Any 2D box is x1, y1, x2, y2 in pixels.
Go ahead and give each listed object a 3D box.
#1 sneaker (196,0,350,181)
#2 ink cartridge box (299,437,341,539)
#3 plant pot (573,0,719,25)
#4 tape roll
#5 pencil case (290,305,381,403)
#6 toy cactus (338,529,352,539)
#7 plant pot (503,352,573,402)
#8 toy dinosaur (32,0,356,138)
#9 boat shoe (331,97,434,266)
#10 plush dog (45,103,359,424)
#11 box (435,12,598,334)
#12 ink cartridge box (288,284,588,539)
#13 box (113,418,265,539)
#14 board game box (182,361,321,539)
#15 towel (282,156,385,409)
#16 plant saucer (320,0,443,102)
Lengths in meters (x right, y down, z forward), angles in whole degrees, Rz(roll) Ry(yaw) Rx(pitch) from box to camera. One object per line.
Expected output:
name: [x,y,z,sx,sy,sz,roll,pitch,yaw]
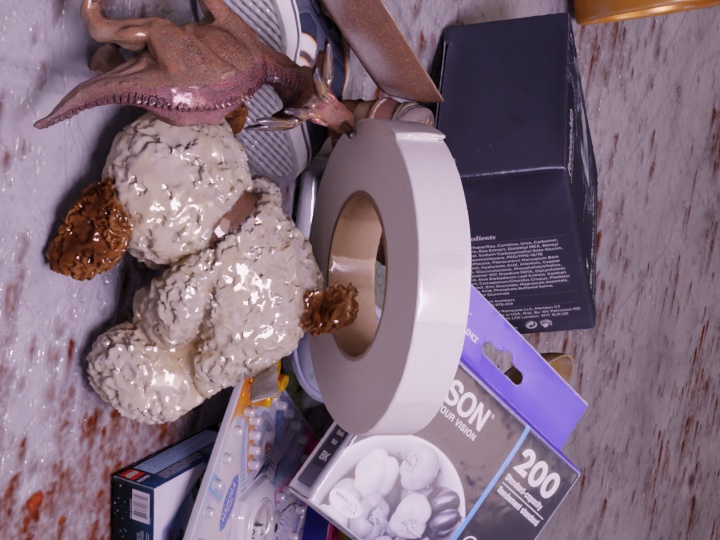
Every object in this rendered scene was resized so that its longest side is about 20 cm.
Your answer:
sneaker: [-0.057,-0.159,1.033,0.080,0.078,0.201,-52,153,-32]
ink cartridge box: [-0.011,0.192,1.294,0.199,0.037,0.096,7,94,-59]
plant pot: [0.303,-0.354,1.508,0.200,0.199,0.185,-17,100,-58]
tape roll: [0.013,0.004,0.961,0.037,0.203,0.205,2,101,-21]
pencil case: [0.026,0.084,1.170,0.200,0.090,0.084,33,73,-57]
toy cactus: [-0.001,0.214,1.180,0.200,0.101,0.167,-20,102,-72]
plant pot: [0.105,0.145,1.233,0.200,0.027,0.201,-45,158,-23]
toy dinosaur: [-0.089,-0.115,0.895,0.199,0.136,0.086,-27,156,-40]
boat shoe: [0.013,-0.068,1.111,0.201,0.071,0.076,88,24,-61]
plush dog: [-0.100,-0.022,0.961,0.172,0.160,0.200,55,50,-24]
box: [0.139,-0.081,1.311,0.201,0.116,0.198,70,21,-45]
ink cartridge box: [0.072,0.130,1.099,0.198,0.043,0.201,42,77,-32]
box: [-0.124,0.223,1.095,0.136,0.037,0.202,-23,120,-58]
board game box: [-0.072,0.187,1.100,0.200,0.026,0.201,63,39,-59]
towel: [0.000,0.000,1.228,0.171,0.048,0.202,-12,111,-56]
plant saucer: [-0.009,-0.193,1.042,0.036,0.201,0.201,-32,145,5]
